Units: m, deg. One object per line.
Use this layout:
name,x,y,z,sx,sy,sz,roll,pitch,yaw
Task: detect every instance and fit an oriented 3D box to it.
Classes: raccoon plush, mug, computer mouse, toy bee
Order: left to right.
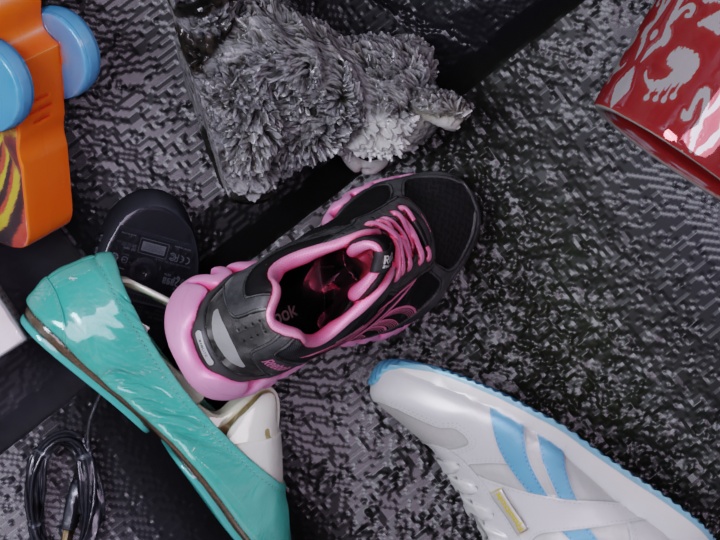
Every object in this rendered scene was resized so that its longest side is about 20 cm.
toy bee,-0.183,-0.119,1.282,0.109,0.131,0.201,27,106,27
computer mouse,-0.132,0.054,1.327,0.058,0.034,0.201,18,93,-23
raccoon plush,-0.019,-0.109,1.268,0.134,0.200,0.097,-18,64,-5
mug,0.236,-0.125,1.316,0.177,0.133,0.200,35,90,-3

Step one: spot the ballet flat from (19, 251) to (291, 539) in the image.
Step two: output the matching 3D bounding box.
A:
ballet flat,-0.082,0.067,1.291,0.070,0.067,0.200,-42,110,1

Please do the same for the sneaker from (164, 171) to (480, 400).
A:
sneaker,0.000,0.000,1.277,0.200,0.095,0.079,-32,92,-38

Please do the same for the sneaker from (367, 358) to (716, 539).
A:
sneaker,0.084,0.115,1.324,0.200,0.077,0.081,34,88,-3

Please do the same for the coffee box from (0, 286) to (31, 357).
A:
coffee box,-0.265,-0.020,1.283,0.113,0.080,0.200,-32,93,-4
